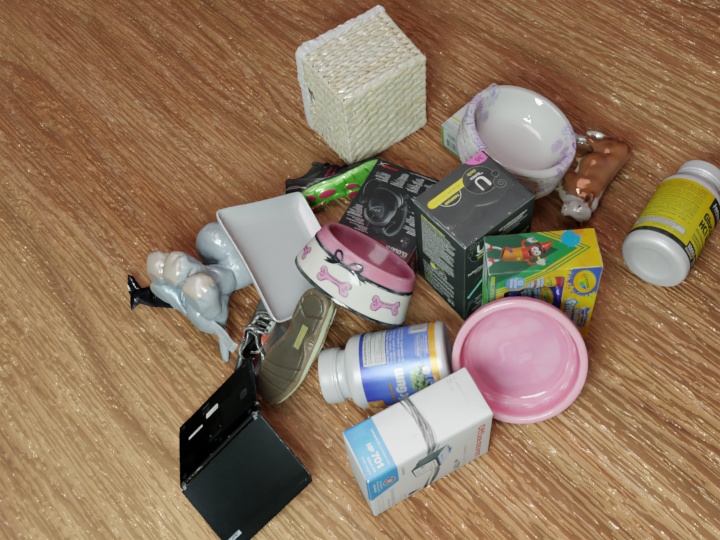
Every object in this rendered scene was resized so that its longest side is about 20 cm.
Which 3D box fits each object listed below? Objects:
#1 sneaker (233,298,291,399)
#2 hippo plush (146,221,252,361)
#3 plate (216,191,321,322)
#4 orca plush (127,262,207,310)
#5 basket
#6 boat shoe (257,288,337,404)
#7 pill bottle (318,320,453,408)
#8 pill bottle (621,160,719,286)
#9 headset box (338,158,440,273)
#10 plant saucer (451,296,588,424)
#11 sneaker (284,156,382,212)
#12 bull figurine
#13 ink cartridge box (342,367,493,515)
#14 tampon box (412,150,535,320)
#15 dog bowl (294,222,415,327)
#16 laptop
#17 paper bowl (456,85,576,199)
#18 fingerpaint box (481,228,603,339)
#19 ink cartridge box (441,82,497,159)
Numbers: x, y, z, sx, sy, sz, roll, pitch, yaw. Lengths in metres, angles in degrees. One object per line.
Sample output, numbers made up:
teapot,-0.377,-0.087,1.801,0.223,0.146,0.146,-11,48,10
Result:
sneaker,-0.155,0.107,1.337,0.075,0.083,0.204,5,57,10
hippo plush,-0.224,0.004,1.327,0.199,0.159,0.161,42,64,-1
plate,-0.121,-0.022,1.339,0.198,0.032,0.202,-19,75,-49
orca plush,-0.308,0.014,1.423,0.195,0.072,0.107,4,57,10
basket,0.005,-0.335,1.542,0.198,0.200,0.162,-30,60,-14
boat shoe,-0.086,0.117,1.277,0.071,0.076,0.202,39,109,19
pill bottle,0.040,0.147,1.262,0.195,0.113,0.114,-11,55,13
pill bottle,0.519,-0.082,1.361,0.111,0.113,0.201,28,64,23
headset box,0.052,-0.077,1.437,0.146,0.078,0.202,20,62,19
plant saucer,0.234,0.127,1.229,0.195,0.205,0.051,4,24,10
sneaker,-0.049,-0.171,1.513,0.196,0.077,0.085,-19,60,-7
bull figurine,0.390,-0.166,1.461,0.120,0.066,0.200,34,67,27
ink cartridge box,0.082,0.242,1.179,0.197,0.148,0.087,-25,58,-10
tampon box,0.179,-0.054,1.331,0.149,0.202,0.126,-35,59,-17
dog bowl,0.000,0.000,1.285,0.199,0.199,0.075,37,106,26
laptop,-0.175,0.267,1.225,0.177,0.103,0.201,-44,31,15
paper bowl,0.258,-0.207,1.418,0.196,0.105,0.204,7,55,-9
fingerpaint box,0.268,0.031,1.264,0.162,0.202,0.075,-4,55,3
ink cartridge box,0.254,-0.281,1.557,0.199,0.060,0.104,-39,60,-18
